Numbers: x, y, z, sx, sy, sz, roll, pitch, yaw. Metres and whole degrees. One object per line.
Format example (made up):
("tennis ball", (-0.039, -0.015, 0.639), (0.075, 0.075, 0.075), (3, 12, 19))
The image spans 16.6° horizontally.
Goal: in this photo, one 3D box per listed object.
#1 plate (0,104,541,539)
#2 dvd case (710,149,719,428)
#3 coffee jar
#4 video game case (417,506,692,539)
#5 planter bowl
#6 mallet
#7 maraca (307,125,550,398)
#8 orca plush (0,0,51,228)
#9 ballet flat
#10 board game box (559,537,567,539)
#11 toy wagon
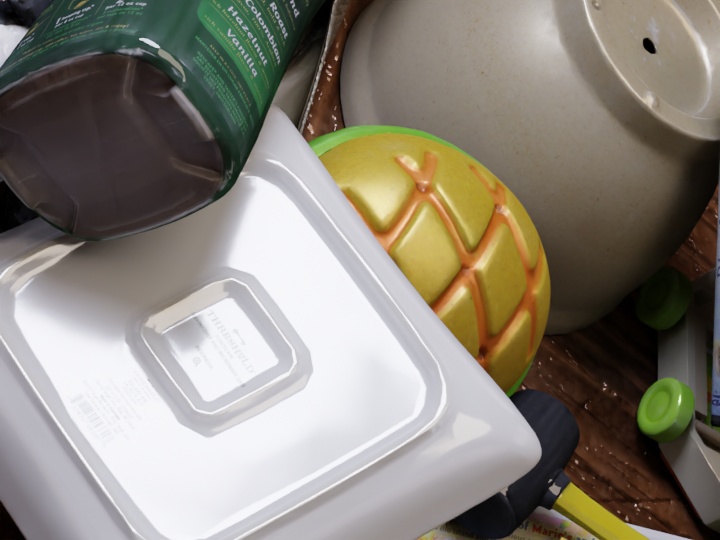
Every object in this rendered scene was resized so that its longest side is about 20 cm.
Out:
("plate", (-0.057, 0.037, 0.967), (0.200, 0.032, 0.200), (-28, 69, -25))
("dvd case", (0.207, -0.032, 1.215), (0.143, 0.017, 0.201), (-14, 107, -60))
("coffee jar", (-0.070, -0.105, 0.995), (0.085, 0.104, 0.200), (54, 37, -26))
("video game case", (0.102, 0.185, 1.052), (0.199, 0.024, 0.182), (14, 49, -1))
("planter bowl", (0.108, -0.087, 1.222), (0.200, 0.135, 0.201), (24, 49, -31))
("mallet", (0.123, 0.133, 1.064), (0.200, 0.041, 0.066), (40, 53, 16))
("maraca", (0.000, 0.000, 1.080), (0.199, 0.107, 0.138), (14, 73, -31))
("orca plush", (-0.173, -0.060, 1.006), (0.200, 0.071, 0.105), (-58, 152, -43))
("ballet flat", (-0.043, -0.092, 1.145), (0.067, 0.046, 0.200), (40, 43, -17))
("board game box", (0.144, 0.209, 0.997), (0.199, 0.034, 0.135), (24, 55, 8))
("toy wagon", (0.205, 0.091, 1.272), (0.155, 0.040, 0.201), (28, 48, -29))
